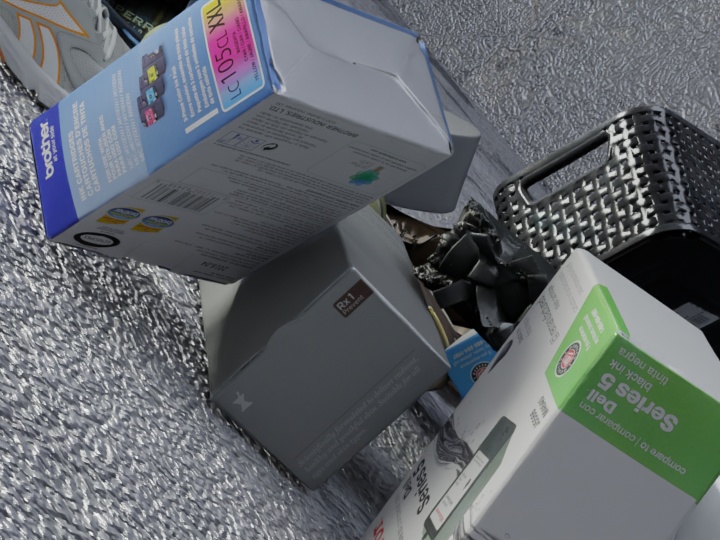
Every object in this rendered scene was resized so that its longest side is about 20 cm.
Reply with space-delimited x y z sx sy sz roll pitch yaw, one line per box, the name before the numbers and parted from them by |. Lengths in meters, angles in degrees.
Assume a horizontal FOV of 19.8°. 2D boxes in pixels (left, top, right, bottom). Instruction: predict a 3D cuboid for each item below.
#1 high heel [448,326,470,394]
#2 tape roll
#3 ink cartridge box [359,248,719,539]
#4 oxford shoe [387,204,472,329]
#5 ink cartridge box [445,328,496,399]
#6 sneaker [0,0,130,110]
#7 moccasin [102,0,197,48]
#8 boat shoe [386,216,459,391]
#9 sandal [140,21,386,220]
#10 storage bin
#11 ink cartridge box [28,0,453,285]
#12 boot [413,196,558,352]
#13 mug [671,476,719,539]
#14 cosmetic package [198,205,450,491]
high heel | 0.093 0.035 1.628 0.067 0.096 0.200 44 10 -16
tape roll | -0.009 -0.110 1.617 0.199 0.066 0.200 18 11 -4
ink cartridge box | 0.086 0.107 0.993 0.084 0.200 0.146 33 12 -10
oxford shoe | 0.031 -0.009 1.571 0.199 0.073 0.084 26 9 17
ink cartridge box | 0.157 0.112 1.414 0.201 0.116 0.068 60 27 -1
sneaker | -0.179 -0.161 1.220 0.200 0.092 0.076 40 24 -28
moccasin | -0.121 -0.157 1.435 0.199 0.081 0.068 22 -20 12
boat shoe | 0.000 0.000 1.444 0.200 0.072 0.060 54 8 -10
sandal | -0.072 -0.078 1.347 0.201 0.080 0.057 40 27 -5
storage bin | 0.194 -0.007 1.316 0.200 0.135 0.094 26 45 -42
ink cartridge box | -0.074 -0.061 1.060 0.136 0.200 0.077 15 53 -46
boot | 0.113 0.037 1.197 0.162 0.073 0.198 38 1 10
mug | 0.153 0.172 1.069 0.147 0.201 0.175 7 16 -8
cosmetic package | -0.025 0.023 1.143 0.090 0.107 0.200 44 12 -22
